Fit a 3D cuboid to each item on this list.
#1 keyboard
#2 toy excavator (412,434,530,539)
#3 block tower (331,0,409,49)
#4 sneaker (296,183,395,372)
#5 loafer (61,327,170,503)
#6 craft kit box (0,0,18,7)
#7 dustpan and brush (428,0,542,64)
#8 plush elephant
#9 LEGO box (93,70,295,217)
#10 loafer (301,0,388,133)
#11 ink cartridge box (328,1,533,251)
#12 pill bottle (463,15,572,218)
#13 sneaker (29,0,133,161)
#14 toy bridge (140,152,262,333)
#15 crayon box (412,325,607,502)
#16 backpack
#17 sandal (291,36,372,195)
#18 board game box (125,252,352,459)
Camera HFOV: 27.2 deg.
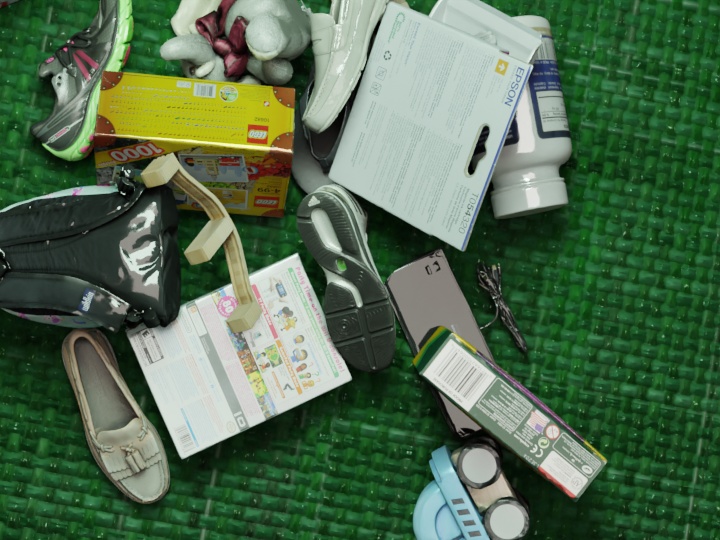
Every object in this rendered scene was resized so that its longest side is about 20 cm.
[{"bbox_3d":[0.118,0.070,1.625,0.126,0.021,0.202,-25,90,-1],"label":"keyboard"},{"bbox_3d":[0.090,0.295,1.579,0.199,0.100,0.196,-27,87,6],"label":"toy excavator"},{"bbox_3d":[0.022,-0.265,1.610,0.054,0.058,0.201,-26,90,-36],"label":"block tower"},{"bbox_3d":[0.000,0.000,1.574,0.075,0.115,0.202,-14,102,18],"label":"sneaker"},{"bbox_3d":[-0.260,0.153,1.557,0.071,0.063,0.201,-25,89,-8],"label":"loafer"},{"bbox_3d":[-0.410,-0.295,1.505,0.198,0.198,0.049,-23,87,-6],"label":"craft kit box"},{"bbox_3d":[0.094,-0.176,1.547,0.139,0.057,0.202,35,118,35],"label":"dustpan and brush"},{"bbox_3d":[-0.138,-0.244,1.560,0.154,0.200,0.166,-29,76,15],"label":"plush elephant"},{"bbox_3d":[-0.171,-0.128,1.536,0.198,0.149,0.078,5,65,-5],"label":"LEGO box"},{"bbox_3d":[-0.024,-0.241,1.529,0.069,0.070,0.202,21,84,-15],"label":"loafer"},{"bbox_3d":[0.075,-0.146,1.510,0.199,0.043,0.198,31,107,35],"label":"ink cartridge box"},{"bbox_3d":[0.166,-0.162,1.599,0.110,0.111,0.202,-9,87,-6],"label":"pill bottle"},{"bbox_3d":[-0.294,-0.219,1.573,0.083,0.077,0.202,20,83,-8],"label":"sneaker"},{"bbox_3d":[-0.151,-0.031,1.507,0.027,0.067,0.201,-14,117,31],"label":"toy bridge"},{"bbox_3d":[0.147,0.142,1.528,0.200,0.173,0.058,40,89,0],"label":"crayon box"},{"bbox_3d":[-0.285,-0.008,1.521,0.198,0.127,0.169,-4,77,9],"label":"backpack"},{"bbox_3d":[-0.036,-0.171,1.589,0.075,0.043,0.202,9,104,5],"label":"sandal"},{"bbox_3d":[-0.128,0.089,1.576,0.198,0.064,0.149,-24,89,-6],"label":"board game box"}]
